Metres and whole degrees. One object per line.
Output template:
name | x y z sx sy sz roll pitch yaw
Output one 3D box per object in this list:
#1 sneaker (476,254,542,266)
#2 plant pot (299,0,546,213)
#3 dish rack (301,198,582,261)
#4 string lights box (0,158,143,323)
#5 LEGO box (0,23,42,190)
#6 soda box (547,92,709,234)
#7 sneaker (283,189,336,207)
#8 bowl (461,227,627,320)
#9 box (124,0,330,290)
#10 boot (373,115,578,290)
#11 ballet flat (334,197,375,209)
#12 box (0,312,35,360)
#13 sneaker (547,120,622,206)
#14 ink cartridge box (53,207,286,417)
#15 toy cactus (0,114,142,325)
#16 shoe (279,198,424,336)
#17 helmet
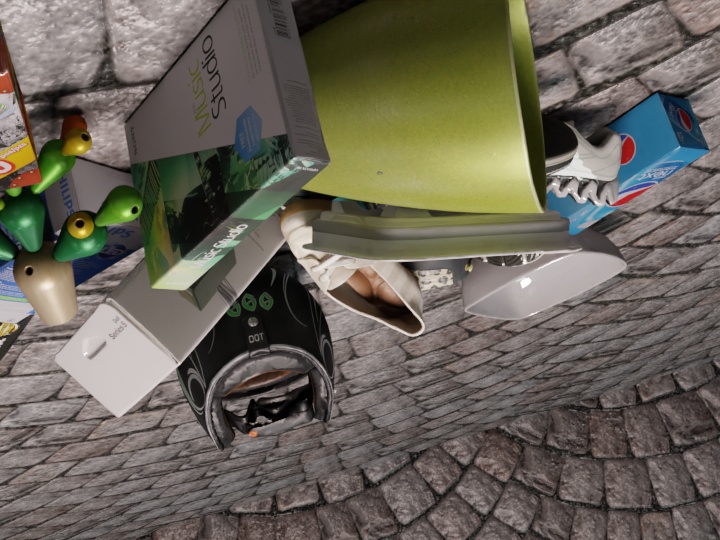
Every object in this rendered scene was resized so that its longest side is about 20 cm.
sneaker | 0.141 -0.058 1.143 0.084 0.078 0.199 -18 -160 -31
plant pot | 0.026 -0.123 0.786 0.198 0.189 0.187 -7 165 15
dish rack | 0.065 -0.038 0.884 0.198 0.044 0.171 -5 -172 -27
string lights box | -0.283 -0.021 0.938 0.199 0.060 0.102 -27 160 25
LEGO box | -0.312 -0.098 0.658 0.198 0.078 0.149 -14 162 -13
soda box | 0.282 -0.114 1.187 0.064 0.069 0.200 -1 155 -41
sneaker | -0.063 -0.097 0.920 0.089 0.068 0.199 -29 164 27
bowl | 0.243 -0.007 1.447 0.199 0.075 0.199 -28 160 29
box | -0.104 -0.092 0.765 0.036 0.146 0.200 4 152 -38
boot | 0.109 -0.065 1.032 0.201 0.074 0.155 -14 138 -3
ballet flat | 0.002 -0.054 1.125 0.069 0.070 0.200 -12 163 -16
box | -0.437 0.070 1.072 0.158 0.050 0.200 -7 159 -37
sneaker | 0.179 -0.119 1.093 0.198 0.075 0.082 3 113 -17
ink cartridge box | -0.166 0.019 0.963 0.145 0.084 0.200 -39 -169 48
toy cactus | -0.256 -0.034 0.816 0.197 0.103 0.166 -5 131 2
shoe | 0.000 0.000 0.984 0.070 0.054 0.200 -32 136 21
helmet | -0.121 0.093 1.209 0.198 0.191 0.202 -9 125 -13
